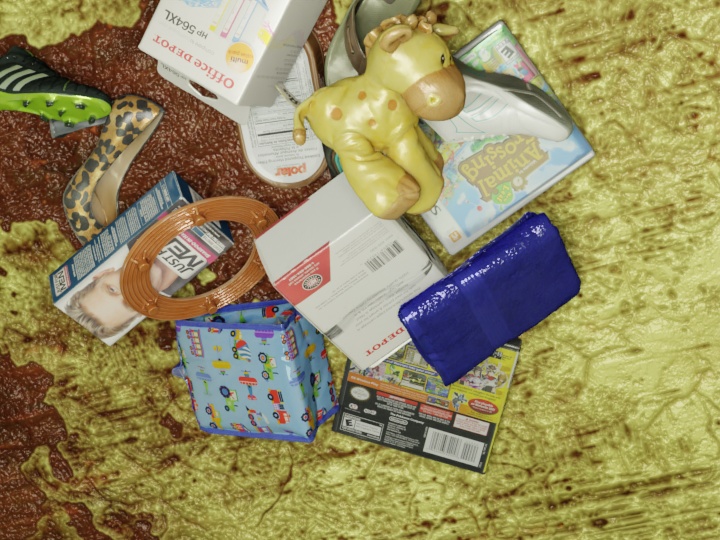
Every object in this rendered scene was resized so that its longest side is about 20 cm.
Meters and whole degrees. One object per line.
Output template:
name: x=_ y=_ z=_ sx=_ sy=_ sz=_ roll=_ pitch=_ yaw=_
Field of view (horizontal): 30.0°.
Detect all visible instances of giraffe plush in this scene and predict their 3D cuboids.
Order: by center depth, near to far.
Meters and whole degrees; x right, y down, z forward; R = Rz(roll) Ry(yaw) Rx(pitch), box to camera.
giraffe plush: x=0.038 y=-0.173 z=1.333 sx=0.199 sy=0.173 sz=0.162 roll=38 pitch=117 yaw=-14

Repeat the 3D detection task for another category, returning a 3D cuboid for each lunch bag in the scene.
lunch bag: x=-0.144 y=0.123 z=1.625 sx=0.198 sy=0.094 sz=0.152 roll=-4 pitch=109 yaw=26

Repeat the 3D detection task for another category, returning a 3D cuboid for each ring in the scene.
ring: x=-0.179 y=-0.008 z=1.538 sx=0.201 sy=0.199 sz=0.019 roll=-50 pitch=53 yaw=24

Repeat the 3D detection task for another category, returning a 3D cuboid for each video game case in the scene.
video game case: x=0.127 y=-0.143 z=1.481 sx=0.199 sy=0.022 sz=0.183 roll=-35 pitch=102 yaw=14
video game case: x=0.078 y=0.140 z=1.622 sx=0.198 sy=0.026 sz=0.182 roll=15 pitch=115 yaw=5

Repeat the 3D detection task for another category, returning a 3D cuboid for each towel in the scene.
towel: x=0.143 y=0.029 z=1.495 sx=0.199 sy=0.050 sz=0.148 roll=-34 pitch=139 yaw=-1

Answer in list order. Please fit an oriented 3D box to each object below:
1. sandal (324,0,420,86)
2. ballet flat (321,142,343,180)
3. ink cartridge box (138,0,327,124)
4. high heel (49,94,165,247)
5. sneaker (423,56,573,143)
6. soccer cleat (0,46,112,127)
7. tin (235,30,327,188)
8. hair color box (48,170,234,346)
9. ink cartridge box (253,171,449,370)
sandal: x=0.012 y=-0.257 z=1.447 sx=0.079 sy=0.057 sz=0.202 roll=23 pitch=116 yaw=1
ballet flat: x=0.001 y=-0.096 z=1.505 sx=0.068 sy=0.069 sz=0.201 roll=-26 pitch=137 yaw=-8
ink cartridge box: x=-0.128 y=-0.265 z=1.402 sx=0.128 sy=0.125 sz=0.201 roll=30 pitch=101 yaw=8
high heel: x=-0.274 y=-0.100 z=1.562 sx=0.141 sy=0.071 sz=0.202 roll=-9 pitch=104 yaw=19
sneaker: x=0.128 y=-0.171 z=1.429 sx=0.199 sy=0.070 sz=0.081 roll=21 pitch=115 yaw=6
soccer cleat: x=-0.371 y=-0.213 z=1.525 sx=0.198 sy=0.082 sz=0.068 roll=7 pitch=158 yaw=15
tin: x=-0.091 y=-0.189 z=1.510 sx=0.111 sy=0.042 sz=0.202 roll=-4 pitch=112 yaw=17
hair color box: x=-0.255 y=-0.012 z=1.562 sx=0.200 sy=0.061 sz=0.100 roll=-38 pitch=130 yaw=11
ink cartridge box: x=0.000 y=0.000 z=1.482 sx=0.146 sy=0.083 sz=0.200 roll=-35 pitch=136 yaw=8
